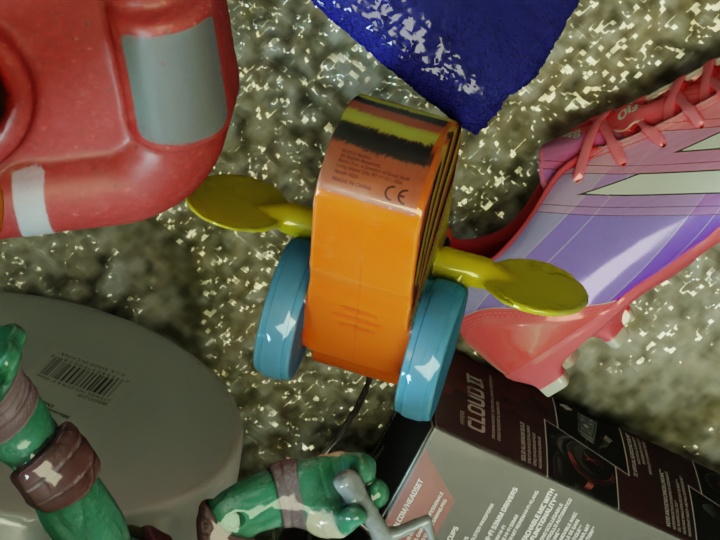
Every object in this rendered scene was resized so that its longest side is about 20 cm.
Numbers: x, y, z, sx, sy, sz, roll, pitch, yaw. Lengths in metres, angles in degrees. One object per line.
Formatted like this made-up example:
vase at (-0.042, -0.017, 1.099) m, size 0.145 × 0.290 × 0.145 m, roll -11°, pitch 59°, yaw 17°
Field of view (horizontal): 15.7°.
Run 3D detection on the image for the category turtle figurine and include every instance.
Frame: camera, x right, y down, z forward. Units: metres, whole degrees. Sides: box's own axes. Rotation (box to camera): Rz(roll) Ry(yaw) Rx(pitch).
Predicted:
turtle figurine at (-0.066, 0.112, 0.811) m, size 0.200 × 0.150 × 0.100 m, roll 38°, pitch 145°, yaw -25°

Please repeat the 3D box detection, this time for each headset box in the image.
headset box at (0.064, 0.132, 0.999) m, size 0.199 × 0.075 × 0.149 m, roll 24°, pitch 112°, yaw -9°

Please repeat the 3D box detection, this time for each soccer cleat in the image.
soccer cleat at (0.110, -0.038, 0.928) m, size 0.200 × 0.067 × 0.077 m, roll -41°, pitch 97°, yaw 17°

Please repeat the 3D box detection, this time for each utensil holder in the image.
utensil holder at (-0.136, 0.132, 0.952) m, size 0.169 × 0.170 × 0.201 m, roll 9°, pitch 116°, yaw -6°

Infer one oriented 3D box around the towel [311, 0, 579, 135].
towel at (-0.002, -0.157, 0.834) m, size 0.200 × 0.049 × 0.148 m, roll 40°, pitch 67°, yaw -18°

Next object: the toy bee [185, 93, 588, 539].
toy bee at (0.000, 0.000, 0.884) m, size 0.130 × 0.109 × 0.200 m, roll 29°, pitch 139°, yaw -10°

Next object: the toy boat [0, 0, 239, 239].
toy boat at (-0.138, -0.044, 0.812) m, size 0.198 × 0.131 × 0.131 m, roll -7°, pitch 130°, yaw 1°
